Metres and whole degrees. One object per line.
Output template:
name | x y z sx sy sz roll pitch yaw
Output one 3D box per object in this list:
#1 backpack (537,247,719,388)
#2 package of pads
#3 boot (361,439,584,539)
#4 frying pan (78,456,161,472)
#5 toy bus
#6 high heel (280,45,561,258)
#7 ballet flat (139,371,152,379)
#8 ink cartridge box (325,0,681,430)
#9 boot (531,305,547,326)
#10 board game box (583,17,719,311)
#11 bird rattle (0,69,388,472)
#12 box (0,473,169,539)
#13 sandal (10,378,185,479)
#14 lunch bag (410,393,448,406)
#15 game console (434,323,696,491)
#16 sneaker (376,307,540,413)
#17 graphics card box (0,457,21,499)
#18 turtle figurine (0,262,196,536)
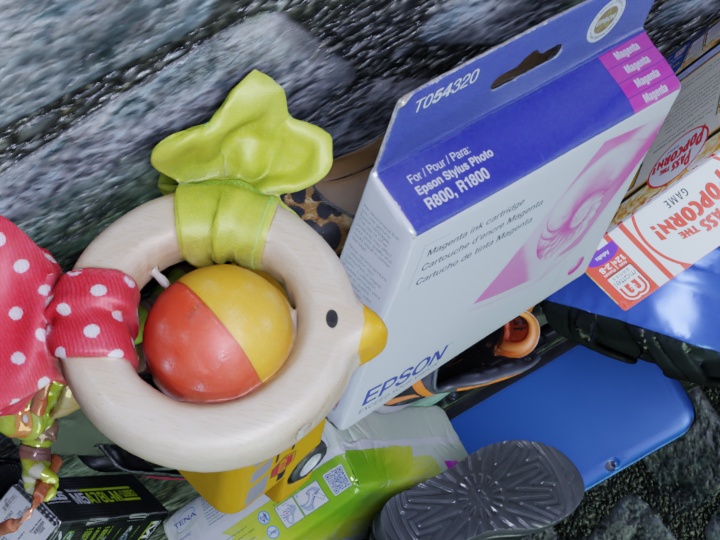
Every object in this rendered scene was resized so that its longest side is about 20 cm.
backpack | 0.202 -0.014 1.378 0.161 0.169 0.200 12 -179 26
package of pads | -0.028 0.158 1.434 0.154 0.069 0.200 -36 162 20
boot | 0.047 0.199 1.442 0.164 0.066 0.200 -11 153 -29
frying pan | -0.142 0.112 1.360 0.114 0.031 0.190 -8 172 4
toy bus | -0.058 0.068 1.113 0.078 0.065 0.200 -38 162 -26
high heel | 0.023 -0.071 1.047 0.199 0.072 0.143 -5 133 -32
ballet flat | -0.078 0.080 1.349 0.069 0.071 0.200 -34 167 17
ink cartridge box | 0.069 -0.034 1.001 0.196 0.043 0.201 -30 155 -36
boot | 0.148 0.006 1.616 0.199 0.070 0.131 -23 175 26
board game box | 0.204 -0.084 1.168 0.151 0.046 0.200 -38 -165 36
bird rattle | -0.081 0.013 0.890 0.199 0.163 0.113 -33 153 -28
box | -0.228 0.218 1.327 0.200 0.047 0.193 -51 168 7
sandal | -0.117 0.098 1.243 0.199 0.045 0.075 4 127 -37
lunch bag | -0.011 0.089 1.526 0.199 0.077 0.160 -27 167 -4
game console | 0.157 0.099 1.720 0.199 0.119 0.171 -30 -164 8
sneaker | 0.092 0.034 1.408 0.112 0.078 0.200 -10 -156 47
graphics card box | -0.280 0.163 1.277 0.125 0.051 0.200 -31 169 7
turtle figurine | -0.144 0.054 1.099 0.161 0.064 0.201 -32 157 -41
